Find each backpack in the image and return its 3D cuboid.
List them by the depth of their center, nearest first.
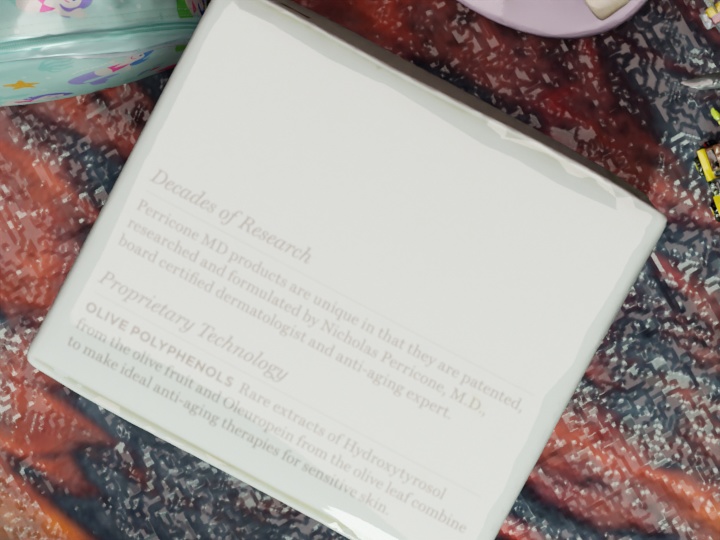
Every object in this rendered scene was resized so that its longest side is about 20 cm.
[{"bbox_3d":[-0.130,-0.148,1.130,0.200,0.178,0.151,-18,88,21],"label":"backpack"}]

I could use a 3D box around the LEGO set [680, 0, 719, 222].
[{"bbox_3d":[0.241,-0.054,1.140,0.200,0.116,0.154,-11,92,7],"label":"LEGO set"}]

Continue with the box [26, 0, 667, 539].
[{"bbox_3d":[0.000,0.000,1.127,0.200,0.199,0.171,27,95,2],"label":"box"}]

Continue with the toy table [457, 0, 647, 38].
[{"bbox_3d":[0.052,-0.187,1.154,0.200,0.117,0.184,42,96,1],"label":"toy table"}]
